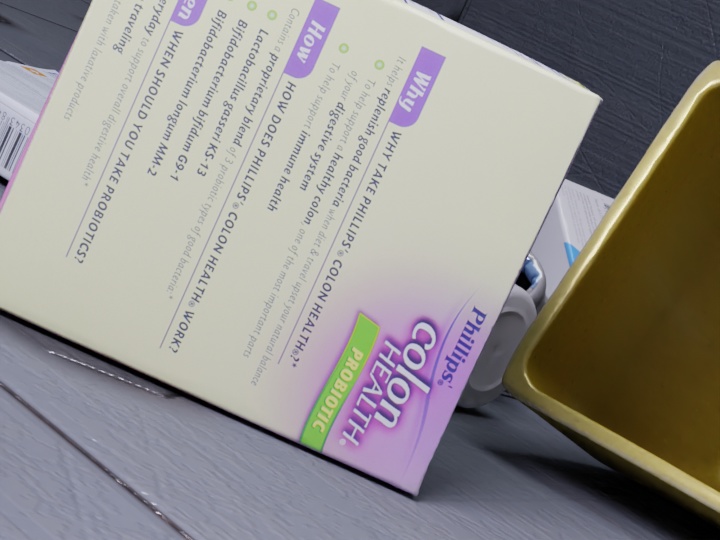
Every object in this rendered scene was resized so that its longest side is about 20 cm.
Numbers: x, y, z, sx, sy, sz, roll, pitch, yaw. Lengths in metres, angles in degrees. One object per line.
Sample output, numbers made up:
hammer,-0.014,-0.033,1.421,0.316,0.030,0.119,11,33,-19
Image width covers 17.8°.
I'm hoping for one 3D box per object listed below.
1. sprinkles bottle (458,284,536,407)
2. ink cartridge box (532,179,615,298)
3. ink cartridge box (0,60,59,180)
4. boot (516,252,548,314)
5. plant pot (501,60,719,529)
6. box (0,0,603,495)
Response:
sprinkles bottle,0.000,0.000,1.207,0.200,0.068,0.068,31,9,37
ink cartridge box,0.176,0.032,1.378,0.199,0.068,0.116,20,45,-34
ink cartridge box,-0.178,-0.080,1.295,0.199,0.041,0.200,31,8,32
boot,0.028,-0.024,1.280,0.200,0.074,0.096,35,-25,21
plant pot,0.224,0.053,1.130,0.194,0.196,0.200,29,-9,31
box,-0.031,-0.036,0.934,0.199,0.177,0.097,24,8,-3
